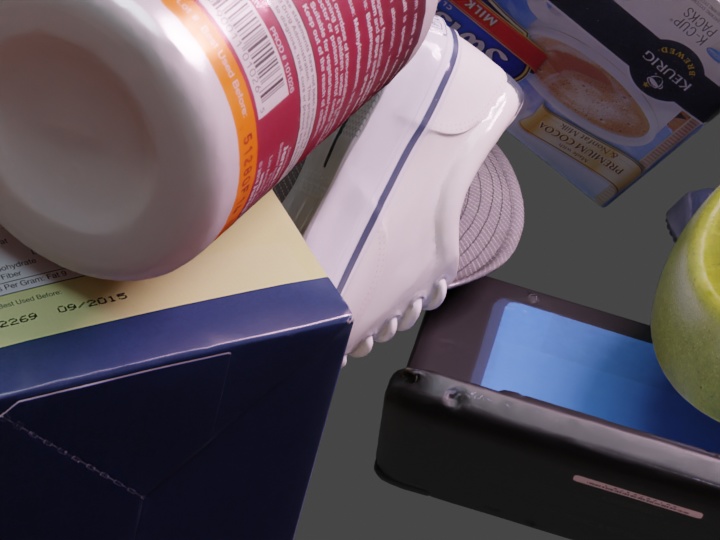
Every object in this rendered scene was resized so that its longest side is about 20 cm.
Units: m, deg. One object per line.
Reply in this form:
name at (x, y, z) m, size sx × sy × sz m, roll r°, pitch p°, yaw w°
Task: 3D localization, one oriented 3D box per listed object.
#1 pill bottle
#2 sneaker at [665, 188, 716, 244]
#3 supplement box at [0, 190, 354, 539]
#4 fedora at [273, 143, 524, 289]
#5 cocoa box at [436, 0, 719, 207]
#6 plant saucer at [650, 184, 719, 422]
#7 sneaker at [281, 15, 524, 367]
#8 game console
pill bottle at (-0.041, -0.089, 0.933) m, size 0.109 × 0.110 × 0.200 m, roll 28°, pitch 41°, yaw 16°
sneaker at (0.200, 0.000, 1.172) m, size 0.070 × 0.082 × 0.200 m, roll 30°, pitch 10°, yaw -35°
supplement box at (-0.121, 0.029, 1.012) m, size 0.134 × 0.201 × 0.200 m, roll -12°, pitch 49°, yaw -27°
fedora at (-0.028, -0.065, 1.192) m, size 0.199 × 0.091 × 0.177 m, roll -1°, pitch 38°, yaw -3°
cocoa box at (0.086, -0.156, 1.255) m, size 0.200 × 0.131 × 0.134 m, roll 38°, pitch 42°, yaw -13°
plant saucer at (0.204, -0.010, 1.094) m, size 0.199 × 0.031 × 0.200 m, roll -15°, pitch 34°, yaw 10°
sneaker at (0.000, 0.000, 1.106) m, size 0.071 × 0.201 × 0.073 m, roll 27°, pitch 6°, yaw -19°
game console at (0.115, 0.051, 1.115) m, size 0.199 × 0.176 × 0.117 m, roll 16°, pitch 72°, yaw 4°
